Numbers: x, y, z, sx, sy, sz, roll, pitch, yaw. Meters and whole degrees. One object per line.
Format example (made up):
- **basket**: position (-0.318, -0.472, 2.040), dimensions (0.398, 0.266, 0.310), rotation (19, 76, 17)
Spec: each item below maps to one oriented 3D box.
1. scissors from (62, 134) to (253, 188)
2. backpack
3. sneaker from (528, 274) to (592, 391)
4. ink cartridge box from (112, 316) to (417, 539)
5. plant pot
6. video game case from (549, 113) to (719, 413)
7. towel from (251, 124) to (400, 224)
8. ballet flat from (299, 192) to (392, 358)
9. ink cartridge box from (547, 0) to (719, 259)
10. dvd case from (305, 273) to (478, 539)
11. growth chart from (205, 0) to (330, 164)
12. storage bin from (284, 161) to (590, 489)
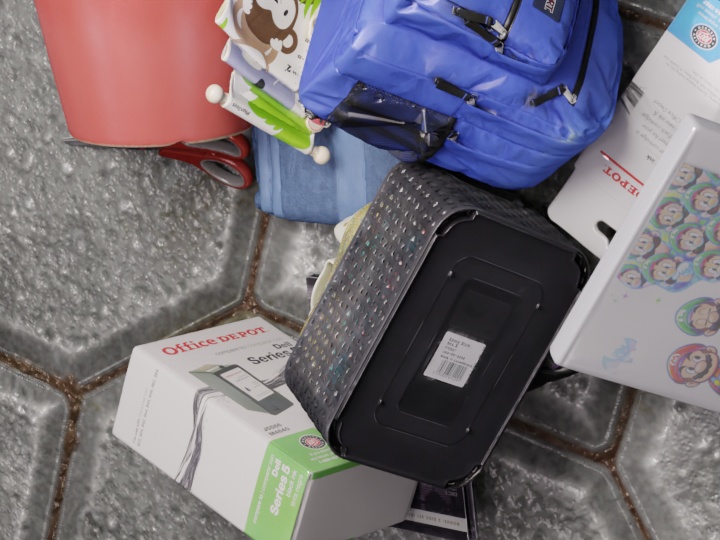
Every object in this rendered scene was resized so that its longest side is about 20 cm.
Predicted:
- **scissors**: position (-0.170, -0.108, 1.582), dimensions (0.199, 0.014, 0.073), rotation (16, 150, 26)
- **backpack**: position (0.082, -0.150, 1.328), dimensions (0.199, 0.163, 0.168), rotation (25, 155, -18)
- **sneaker**: position (0.135, 0.048, 1.438), dimensions (0.199, 0.087, 0.076), rotation (-26, 91, 31)
- **ink cartridge box**: position (-0.070, 0.125, 1.510), dimensions (0.200, 0.145, 0.084), rotation (32, 118, 33)
- **plant pot**: position (-0.154, -0.192, 1.461), dimensions (0.199, 0.200, 0.178), rotation (6, 107, 26)
- **video game case**: position (0.252, 0.005, 1.339), dimensions (0.181, 0.024, 0.201), rotation (16, 119, -21)
- **towel**: position (0.011, -0.088, 1.491), dimensions (0.199, 0.048, 0.112), rotation (6, 107, 27)
- **ballet flat**: position (0.000, 0.000, 1.469), dimensions (0.071, 0.071, 0.201), rotation (34, 127, 16)
- **ink cartridge box**: position (0.232, -0.089, 1.361), dimensions (0.116, 0.067, 0.200), rotation (40, 118, 12)
- **dvd case**: position (0.024, 0.106, 1.534), dimensions (0.148, 0.016, 0.201), rotation (5, 106, 44)
- **growth chart**: position (-0.046, -0.192, 1.420), dimensions (0.018, 0.144, 0.201), rotation (17, 88, 47)
- **storage bin**: position (0.052, 0.039, 1.386), dimensions (0.201, 0.135, 0.094), rotation (-62, 32, 13)
